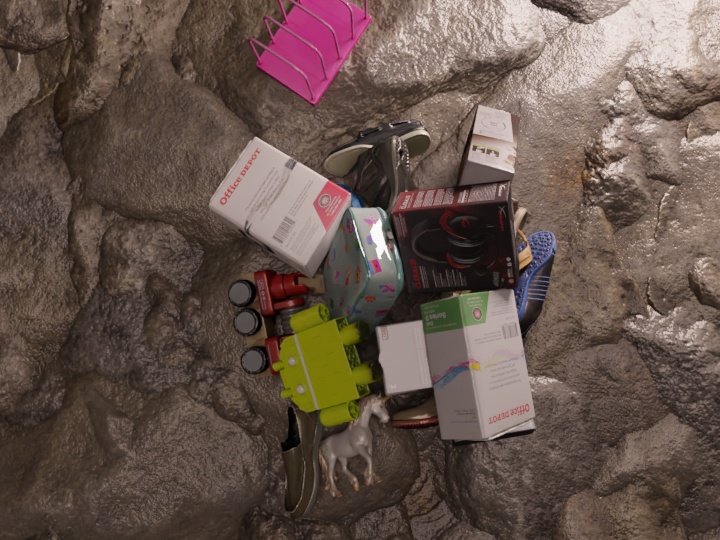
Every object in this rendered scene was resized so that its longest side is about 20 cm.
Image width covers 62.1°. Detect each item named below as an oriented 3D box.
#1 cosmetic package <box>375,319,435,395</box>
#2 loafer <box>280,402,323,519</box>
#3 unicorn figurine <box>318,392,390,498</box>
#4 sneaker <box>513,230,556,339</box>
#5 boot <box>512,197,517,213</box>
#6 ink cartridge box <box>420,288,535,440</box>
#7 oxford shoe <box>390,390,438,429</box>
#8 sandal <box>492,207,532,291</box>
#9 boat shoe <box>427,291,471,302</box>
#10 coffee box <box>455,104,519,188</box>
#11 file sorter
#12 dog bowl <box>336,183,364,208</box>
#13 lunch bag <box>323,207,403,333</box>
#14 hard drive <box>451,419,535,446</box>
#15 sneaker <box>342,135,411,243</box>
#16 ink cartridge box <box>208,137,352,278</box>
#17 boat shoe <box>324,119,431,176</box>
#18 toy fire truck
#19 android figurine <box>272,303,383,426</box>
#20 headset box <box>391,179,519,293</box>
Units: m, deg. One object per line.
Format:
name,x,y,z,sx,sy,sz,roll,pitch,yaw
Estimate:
cosmetic package,0.075,0.139,0.987,0.088,0.200,0.109,-9,85,1
loafer,-0.113,0.321,1.032,0.069,0.075,0.205,14,74,-36
unicorn figurine,-0.007,0.297,1.016,0.197,0.074,0.140,-27,68,21
sneaker,0.298,0.027,1.061,0.069,0.078,0.202,13,63,41
boot,0.173,-0.117,1.076,0.197,0.064,0.189,-26,93,0
ink cartridge box,0.177,0.139,0.898,0.087,0.143,0.205,-17,80,45
oxford shoe,0.143,0.229,1.050,0.195,0.071,0.076,-13,72,-6
sandal,0.259,-0.006,1.008,0.053,0.081,0.204,13,72,14
boat shoe,0.171,0.013,1.032,0.062,0.073,0.202,34,86,10
coffee box,0.210,-0.177,1.003,0.078,0.115,0.202,15,42,4
file sorter,-0.091,-0.439,1.080,0.138,0.125,0.202,33,87,5
dog bowl,-0.087,-0.109,1.089,0.196,0.050,0.114,14,86,2
lunch bag,0.000,0.000,0.962,0.075,0.201,0.163,1,56,-21
hard drive,0.200,0.185,1.016,0.136,0.033,0.203,-7,59,-6
sneaker,0.030,-0.119,1.027,0.113,0.075,0.204,-11,78,38
ink cartridge box,-0.132,-0.106,1.012,0.198,0.084,0.146,31,79,10
boat shoe,0.027,-0.231,1.090,0.195,0.075,0.067,-18,56,8
toy fire truck,-0.108,0.079,1.050,0.196,0.129,0.180,-13,85,11
android figurine,-0.059,0.149,0.932,0.197,0.041,0.186,-21,84,34
headset box,0.142,-0.048,0.936,0.196,0.075,0.151,-3,120,20
